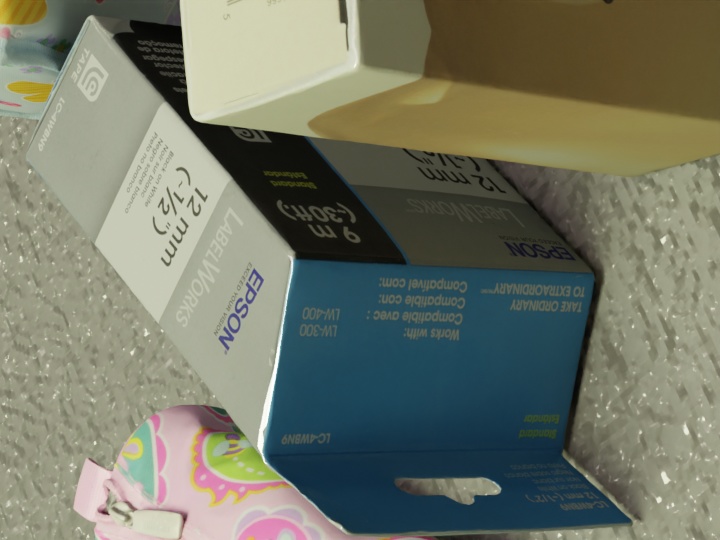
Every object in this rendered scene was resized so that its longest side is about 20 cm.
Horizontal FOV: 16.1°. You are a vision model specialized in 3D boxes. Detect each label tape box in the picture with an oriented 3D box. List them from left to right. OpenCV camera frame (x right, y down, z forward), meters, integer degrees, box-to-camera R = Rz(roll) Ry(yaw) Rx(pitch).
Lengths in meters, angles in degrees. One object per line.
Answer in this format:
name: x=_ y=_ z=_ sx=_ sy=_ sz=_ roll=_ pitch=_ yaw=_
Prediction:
label tape box: x=0.000 y=0.000 z=0.845 sx=0.200 sy=0.143 sz=0.066 roll=47 pitch=120 yaw=37

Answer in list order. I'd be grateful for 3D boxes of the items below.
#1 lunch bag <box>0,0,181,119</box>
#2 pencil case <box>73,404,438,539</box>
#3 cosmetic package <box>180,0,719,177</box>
lunch bag: x=-0.120 y=-0.142 z=0.939 sx=0.126 sy=0.200 sz=0.171 roll=4 pitch=88 yaw=25
pencil case: x=-0.016 y=0.117 z=0.899 sx=0.199 sy=0.087 sz=0.088 roll=30 pitch=109 yaw=42
cosmetic package: x=0.040 y=-0.091 z=0.769 sx=0.071 sy=0.199 sz=0.106 roll=-13 pitch=79 yaw=43
